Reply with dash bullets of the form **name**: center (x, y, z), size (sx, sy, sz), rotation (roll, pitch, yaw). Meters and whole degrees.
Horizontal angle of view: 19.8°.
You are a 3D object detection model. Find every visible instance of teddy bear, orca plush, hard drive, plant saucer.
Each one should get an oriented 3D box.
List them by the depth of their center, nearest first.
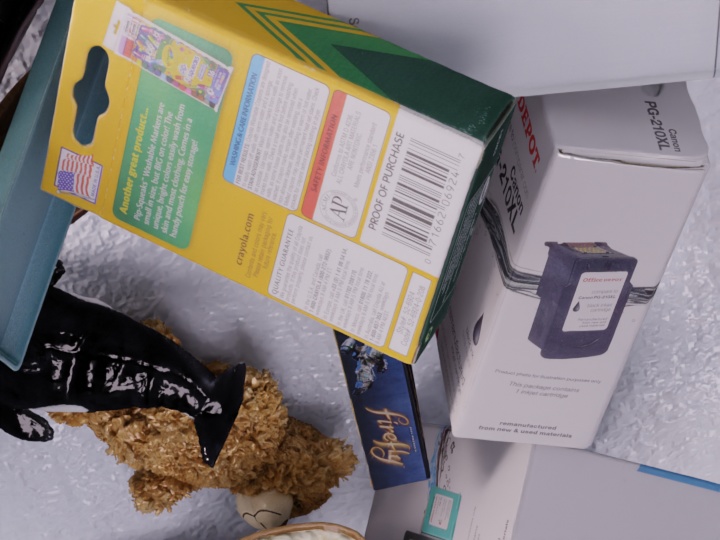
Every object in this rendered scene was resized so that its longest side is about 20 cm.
- **hard drive**: center (0.082, -0.136, 0.935), size (0.198, 0.027, 0.133), rotation (-5, 135, 0)
- **plant saucer**: center (-0.152, -0.056, 0.997), size (0.019, 0.202, 0.070), rotation (14, 166, 18)
- **orca plush**: center (-0.168, 0.060, 1.138), size (0.199, 0.071, 0.106), rotation (28, 104, 7)
- **teddy bear**: center (-0.097, 0.100, 1.234), size (0.144, 0.067, 0.200), rotation (-25, 130, 19)

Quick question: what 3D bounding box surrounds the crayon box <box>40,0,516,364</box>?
- **crayon box**: center (-0.041, -0.057, 0.946), size (0.198, 0.052, 0.127), rotation (24, 127, 10)

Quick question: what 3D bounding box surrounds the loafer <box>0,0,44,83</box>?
- **loafer**: center (-0.164, -0.135, 0.972), size (0.201, 0.063, 0.072), rotation (-56, 158, 13)

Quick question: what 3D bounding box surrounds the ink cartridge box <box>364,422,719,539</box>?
- **ink cartridge box**: center (0.103, 0.177, 1.217), size (0.145, 0.148, 0.200), rotation (15, 174, -21)

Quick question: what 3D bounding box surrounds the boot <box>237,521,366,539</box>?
- **boot**: center (-0.091, 0.193, 1.258), size (0.173, 0.067, 0.200), rotation (-12, 170, -11)

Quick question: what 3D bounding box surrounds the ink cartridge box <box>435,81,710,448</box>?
- **ink cartridge box**: center (0.101, -0.029, 1.087), size (0.083, 0.146, 0.201), rotation (6, 131, -13)

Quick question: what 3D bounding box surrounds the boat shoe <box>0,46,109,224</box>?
- **boat shoe**: center (-0.161, -0.058, 1.066), size (0.199, 0.072, 0.072), rotation (-37, 176, -10)

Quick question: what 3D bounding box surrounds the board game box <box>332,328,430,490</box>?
- **board game box**: center (0.000, 0.000, 1.107), size (0.034, 0.136, 0.201), rotation (-11, 134, 2)
